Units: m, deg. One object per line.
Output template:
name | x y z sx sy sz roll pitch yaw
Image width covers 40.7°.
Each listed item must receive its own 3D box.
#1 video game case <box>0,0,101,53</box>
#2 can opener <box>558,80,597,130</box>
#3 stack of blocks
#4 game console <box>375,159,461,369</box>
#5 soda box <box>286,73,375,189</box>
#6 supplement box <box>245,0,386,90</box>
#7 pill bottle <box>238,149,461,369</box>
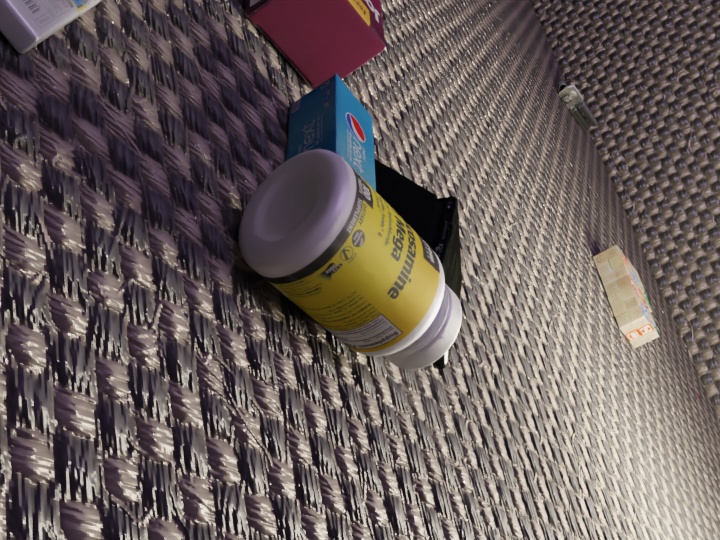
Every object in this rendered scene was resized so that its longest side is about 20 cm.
video game case | -0.262 -0.264 0.681 0.201 0.023 0.183 52 24 -19
can opener | 0.652 -0.502 2.923 0.200 0.053 0.068 38 31 -46
stack of blocks | 0.566 0.060 2.051 0.115 0.058 0.202 42 29 -40
game console | 0.045 -0.015 1.058 0.201 0.114 0.178 -68 155 -62
soda box | -0.029 -0.102 0.940 0.068 0.064 0.202 46 27 -32
supplement box | -0.052 -0.323 1.103 0.131 0.102 0.202 44 28 -37
pill bottle | 0.000 0.000 0.814 0.200 0.112 0.114 42 29 -39
